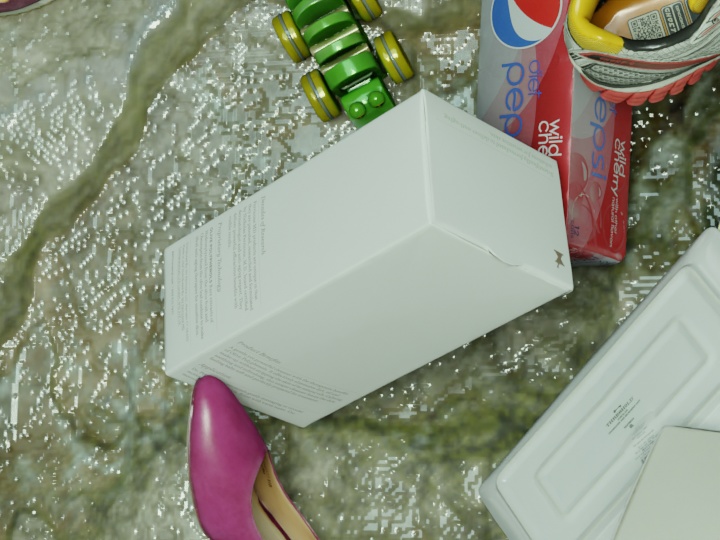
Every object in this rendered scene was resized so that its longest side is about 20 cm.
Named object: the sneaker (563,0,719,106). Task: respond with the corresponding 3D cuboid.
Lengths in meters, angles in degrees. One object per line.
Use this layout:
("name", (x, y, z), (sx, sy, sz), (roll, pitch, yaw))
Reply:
("sneaker", (0.194, -0.145, 1.051), (0.200, 0.082, 0.078), (-28, 71, 13))

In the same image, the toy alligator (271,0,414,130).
("toy alligator", (-0.001, -0.106, 1.195), (0.059, 0.054, 0.200), (-28, 76, 8))

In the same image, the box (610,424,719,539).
("box", (0.185, 0.193, 1.018), (0.109, 0.128, 0.200), (5, 120, 21))

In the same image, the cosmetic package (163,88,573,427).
("cosmetic package", (0.000, 0.000, 1.101), (0.200, 0.108, 0.085), (-29, 50, 35))

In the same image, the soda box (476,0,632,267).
("soda box", (0.107, -0.104, 1.154), (0.063, 0.070, 0.200), (-3, 80, 35))

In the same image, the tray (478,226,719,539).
("tray", (0.141, 0.079, 1.102), (0.200, 0.022, 0.107), (-51, 47, 18))

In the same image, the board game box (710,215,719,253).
("board game box", (0.241, 0.087, 1.110), (0.165, 0.057, 0.200), (15, 85, 16))

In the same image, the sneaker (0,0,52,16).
("sneaker", (-0.256, -0.191, 1.247), (0.200, 0.090, 0.075), (-7, 80, 12))

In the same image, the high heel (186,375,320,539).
("high heel", (-0.027, 0.139, 1.126), (0.096, 0.067, 0.200), (-8, 117, 18))
